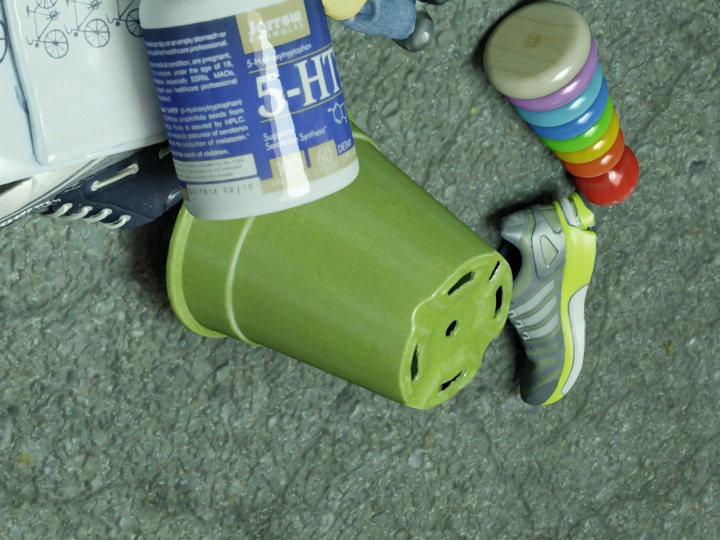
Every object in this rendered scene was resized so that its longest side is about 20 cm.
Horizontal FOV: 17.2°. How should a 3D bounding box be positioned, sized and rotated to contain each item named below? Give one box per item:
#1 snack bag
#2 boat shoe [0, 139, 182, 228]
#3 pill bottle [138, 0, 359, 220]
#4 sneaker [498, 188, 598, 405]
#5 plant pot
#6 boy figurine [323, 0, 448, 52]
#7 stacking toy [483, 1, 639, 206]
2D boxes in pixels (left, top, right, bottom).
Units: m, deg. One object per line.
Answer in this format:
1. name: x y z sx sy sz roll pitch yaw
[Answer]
1. snack bag: -0.221 -0.152 1.521 0.199 0.021 0.190 -18 104 -30
2. boat shoe: -0.191 -0.054 1.611 0.200 0.075 0.093 -33 124 -18
3. pill bottle: -0.078 -0.144 1.545 0.119 0.120 0.201 -20 105 -26
4. sneaker: 0.138 0.024 1.926 0.080 0.074 0.201 -4 124 -10
5. plant pot: 0.000 0.000 1.677 0.200 0.190 0.201 -38 144 -34
6. boy figurine: -0.024 -0.211 1.652 0.199 0.064 0.125 18 103 -41
7. stacking toy: 0.169 -0.118 1.849 0.085 0.085 0.200 -45 138 -6
